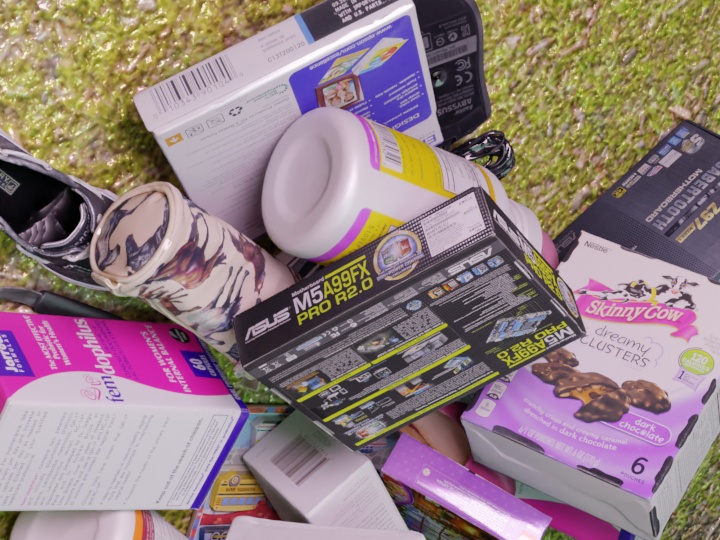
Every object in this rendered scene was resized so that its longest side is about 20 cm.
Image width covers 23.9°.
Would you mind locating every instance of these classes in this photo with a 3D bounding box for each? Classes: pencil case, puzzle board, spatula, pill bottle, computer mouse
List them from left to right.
[{"bbox_3d":[-0.238,0.020,1.198,0.199,0.021,0.057,20,114,-46],"label":"spatula"},{"bbox_3d":[-0.175,0.244,1.317,0.110,0.109,0.200,-46,138,-7],"label":"pill bottle"},{"bbox_3d":[-0.106,0.012,1.182,0.200,0.077,0.090,37,66,-50],"label":"pencil case"},{"bbox_3d":[-0.051,0.185,1.447,0.199,0.017,0.152,4,112,-40],"label":"puzzle board"},{"bbox_3d":[0.035,-0.038,1.197,0.199,0.104,0.105,19,103,-38],"label":"pill bottle"},{"bbox_3d":[0.047,-0.144,1.309,0.137,0.053,0.201,-17,131,-12],"label":"computer mouse"}]

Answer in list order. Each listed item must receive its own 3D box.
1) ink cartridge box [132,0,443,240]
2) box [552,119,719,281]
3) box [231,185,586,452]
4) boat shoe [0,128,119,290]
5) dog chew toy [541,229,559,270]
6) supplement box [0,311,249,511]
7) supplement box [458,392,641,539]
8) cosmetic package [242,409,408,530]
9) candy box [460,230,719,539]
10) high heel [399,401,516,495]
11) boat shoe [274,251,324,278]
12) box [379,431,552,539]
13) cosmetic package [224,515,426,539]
[{"bbox_3d":[-0.044,-0.107,1.211,0.197,0.044,0.200,-27,154,-3],"label":"ink cartridge box"},{"bbox_3d":[0.274,-0.028,1.481,0.200,0.158,0.051,-42,134,-10],"label":"box"},{"bbox_3d":[0.035,0.039,1.173,0.199,0.045,0.160,-28,143,17],"label":"box"},{"bbox_3d":[-0.204,-0.035,1.161,0.072,0.068,0.200,-50,134,-2],"label":"boat shoe"},{"bbox_3d":[0.096,0.004,1.386,0.199,0.124,0.126,-16,127,-54],"label":"dog chew toy"},{"bbox_3d":[-0.196,0.102,1.213,0.199,0.101,0.104,4,126,-40],"label":"supplement box"},{"bbox_3d":[0.163,0.144,1.441,0.103,0.198,0.102,-30,137,-57],"label":"supplement box"},{"bbox_3d":[-0.011,0.216,1.417,0.071,0.101,0.201,-39,133,-15],"label":"cosmetic package"},{"bbox_3d":[0.201,0.086,1.331,0.201,0.167,0.072,-54,148,-25],"label":"candy box"},{"bbox_3d":[0.045,0.126,1.372,0.067,0.201,0.096,-33,-176,38],"label":"high heel"},{"bbox_3d":[0.000,0.000,1.289,0.200,0.093,0.074,-43,151,16],"label":"boat shoe"},{"bbox_3d":[0.081,0.206,1.412,0.039,0.136,0.200,-58,170,-17],"label":"box"},{"bbox_3d":[-0.024,0.320,1.321,0.201,0.166,0.167,70,30,-44],"label":"cosmetic package"}]
